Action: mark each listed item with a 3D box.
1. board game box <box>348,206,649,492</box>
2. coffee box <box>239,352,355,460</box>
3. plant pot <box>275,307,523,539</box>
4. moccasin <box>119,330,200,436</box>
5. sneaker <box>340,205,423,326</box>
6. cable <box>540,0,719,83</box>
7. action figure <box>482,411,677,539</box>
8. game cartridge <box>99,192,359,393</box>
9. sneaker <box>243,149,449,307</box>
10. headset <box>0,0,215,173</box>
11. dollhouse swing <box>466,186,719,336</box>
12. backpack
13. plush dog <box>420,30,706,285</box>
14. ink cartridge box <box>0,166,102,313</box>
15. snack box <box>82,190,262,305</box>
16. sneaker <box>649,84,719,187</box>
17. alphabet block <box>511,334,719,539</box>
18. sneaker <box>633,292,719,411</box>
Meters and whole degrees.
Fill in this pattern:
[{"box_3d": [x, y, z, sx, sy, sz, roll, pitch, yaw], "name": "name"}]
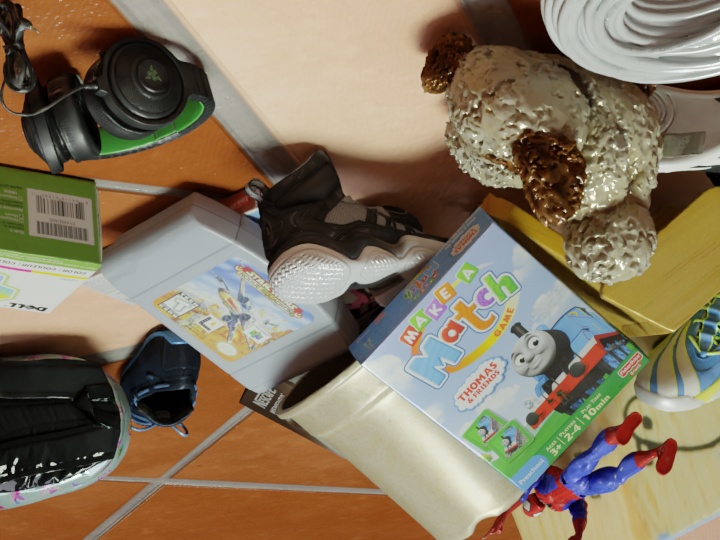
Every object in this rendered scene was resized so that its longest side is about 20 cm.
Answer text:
[{"box_3d": [0.111, 0.066, 1.524, 0.200, 0.037, 0.151, 39, 97, -29], "name": "board game box"}, {"box_3d": [-0.001, 0.122, 1.793, 0.200, 0.080, 0.114, 28, 156, -2], "name": "coffee box"}, {"box_3d": [0.062, 0.124, 1.657, 0.200, 0.184, 0.200, -41, -174, 5], "name": "plant pot"}, {"box_3d": [-0.197, 0.121, 1.868, 0.080, 0.068, 0.200, -4, 158, -11], "name": "moccasin"}, {"box_3d": [0.000, 0.000, 1.665, 0.086, 0.080, 0.200, -18, 167, -39], "name": "sneaker"}, {"box_3d": [0.214, -0.193, 1.258, 0.200, 0.069, 0.200, 5, 155, -27], "name": "cable"}, {"box_3d": [0.177, 0.192, 1.617, 0.065, 0.099, 0.200, 38, 151, -6], "name": "action figure"}, {"box_3d": [-0.102, 0.021, 1.594, 0.133, 0.042, 0.200, -24, 128, 38], "name": "game cartridge"}, {"box_3d": [-0.002, -0.036, 1.515, 0.200, 0.114, 0.075, -1, 147, -42], "name": "sneaker"}, {"box_3d": [-0.184, -0.126, 1.328, 0.123, 0.094, 0.200, -21, 168, 22], "name": "headset"}, {"box_3d": [0.213, -0.043, 1.576, 0.182, 0.176, 0.200, -42, 178, -3], "name": "dollhouse swing"}, {"box_3d": [-0.317, 0.145, 1.815, 0.200, 0.167, 0.127, -9, 177, -2], "name": "backpack"}, {"box_3d": [0.132, -0.103, 1.356, 0.172, 0.200, 0.161, 8, 121, -52], "name": "plush dog"}, {"box_3d": [-0.313, -0.007, 1.533, 0.148, 0.076, 0.200, 9, 151, -32], "name": "ink cartridge box"}, {"box_3d": [-0.141, -0.018, 1.618, 0.200, 0.024, 0.072, -21, 151, 30], "name": "snack box"}, {"box_3d": [0.257, -0.092, 1.494, 0.200, 0.073, 0.112, -7, 155, -2], "name": "sneaker"}, {"box_3d": [0.239, 0.142, 1.773, 0.195, 0.200, 0.196, -21, 178, -32], "name": "alphabet block"}, {"box_3d": [0.302, 0.039, 1.659, 0.076, 0.105, 0.200, 20, -143, 36], "name": "sneaker"}]
